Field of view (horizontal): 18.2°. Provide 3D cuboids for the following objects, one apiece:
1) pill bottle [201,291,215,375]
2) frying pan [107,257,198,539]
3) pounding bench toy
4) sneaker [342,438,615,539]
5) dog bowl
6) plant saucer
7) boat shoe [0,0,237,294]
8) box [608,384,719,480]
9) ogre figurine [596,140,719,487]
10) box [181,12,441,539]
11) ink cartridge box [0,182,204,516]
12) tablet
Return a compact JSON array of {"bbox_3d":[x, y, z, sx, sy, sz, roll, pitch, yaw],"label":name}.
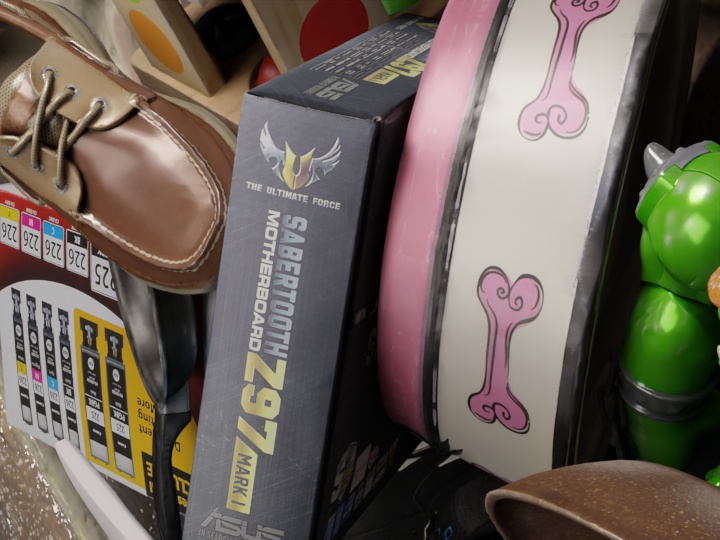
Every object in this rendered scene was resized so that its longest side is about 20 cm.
[{"bbox_3d":[-0.013,0.095,0.993,0.110,0.110,0.202,20,117,50],"label":"pill bottle"},{"bbox_3d":[-0.085,0.039,0.979,0.115,0.031,0.192,156,100,-77],"label":"frying pan"},{"bbox_3d":[-0.013,-0.166,0.909,0.124,0.200,0.157,31,158,48],"label":"pounding bench toy"},{"bbox_3d":[0.020,0.115,0.877,0.199,0.112,0.073,-34,105,17],"label":"sneaker"},{"bbox_3d":[0.062,-0.022,0.771,0.073,0.200,0.202,12,117,11],"label":"dog bowl"},{"bbox_3d":[0.127,0.114,0.664,0.200,0.037,0.201,37,169,9],"label":"plant saucer"},{"bbox_3d":[-0.116,-0.054,0.905,0.200,0.072,0.076,35,102,39],"label":"boat shoe"},{"bbox_3d":[0.188,0.071,0.737,0.200,0.078,0.142,-48,60,50],"label":"box"},{"bbox_3d":[0.143,0.024,0.645,0.200,0.097,0.121,37,148,62],"label":"ogre figurine"},{"bbox_3d":[0.000,0.000,0.803,0.051,0.200,0.159,12,106,13],"label":"box"},{"bbox_3d":[-0.096,0.053,1.119,0.199,0.083,0.177,18,115,50],"label":"ink cartridge box"},{"bbox_3d":[-0.066,0.169,0.993,0.130,0.014,0.201,38,162,54],"label":"tablet"}]
